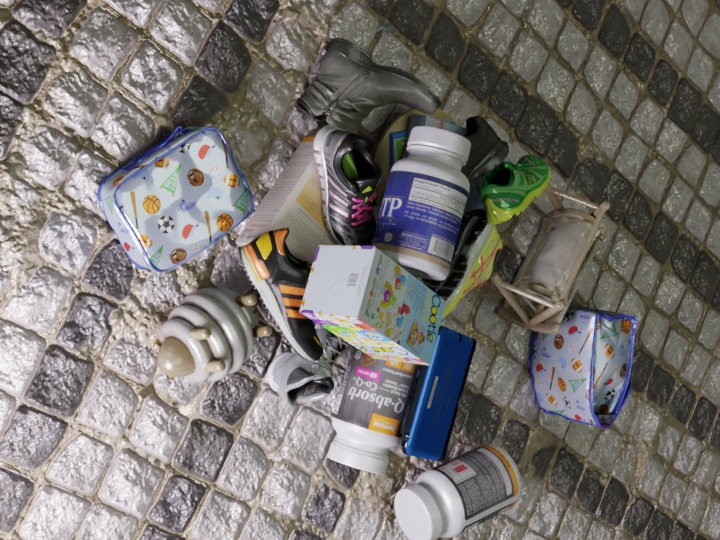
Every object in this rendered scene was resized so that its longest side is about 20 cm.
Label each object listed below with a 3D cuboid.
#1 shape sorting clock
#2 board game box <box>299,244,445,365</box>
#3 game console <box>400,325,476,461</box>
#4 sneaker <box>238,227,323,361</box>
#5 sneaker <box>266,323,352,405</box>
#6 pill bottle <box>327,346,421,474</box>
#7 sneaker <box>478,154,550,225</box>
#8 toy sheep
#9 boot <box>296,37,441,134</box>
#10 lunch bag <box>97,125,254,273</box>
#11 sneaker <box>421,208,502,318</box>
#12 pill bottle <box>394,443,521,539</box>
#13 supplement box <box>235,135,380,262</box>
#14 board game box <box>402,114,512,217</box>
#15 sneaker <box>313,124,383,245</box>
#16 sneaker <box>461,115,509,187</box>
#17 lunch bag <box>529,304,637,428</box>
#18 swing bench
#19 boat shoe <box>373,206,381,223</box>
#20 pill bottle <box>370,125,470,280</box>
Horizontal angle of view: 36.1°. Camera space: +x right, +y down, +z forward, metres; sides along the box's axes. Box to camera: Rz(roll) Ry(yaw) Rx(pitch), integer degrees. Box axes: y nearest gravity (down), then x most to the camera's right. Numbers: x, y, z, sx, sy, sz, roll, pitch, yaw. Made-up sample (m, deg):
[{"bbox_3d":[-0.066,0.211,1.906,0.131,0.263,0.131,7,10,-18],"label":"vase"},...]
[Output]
[{"bbox_3d":[0.095,-0.163,1.772,0.199,0.039,0.202,-9,105,-38],"label":"shape sorting clock"},{"bbox_3d":[0.021,0.051,1.562,0.200,0.102,0.106,36,64,-49],"label":"board game box"},{"bbox_3d":[0.097,0.188,1.743,0.170,0.118,0.201,23,81,-53],"label":"game console"},{"bbox_3d":[-0.088,0.034,1.544,0.090,0.070,0.201,-30,108,2],"label":"sneaker"},{"bbox_3d":[-0.043,0.128,1.624,0.200,0.116,0.075,-44,119,1],"label":"sneaker"},{"bbox_3d":[0.021,0.206,1.717,0.116,0.116,0.201,19,84,-36],"label":"pill bottle"},{"bbox_3d":[0.244,-0.146,1.753,0.084,0.074,0.200,61,35,-14],"label":"sneaker"},{"bbox_3d":[-0.201,0.085,1.528,0.200,0.137,0.139,-32,114,-39],"label":"toy sheep"},{"bbox_3d":[0.011,-0.249,1.662,0.199,0.068,0.131,26,81,-8],"label":"boot"},{"bbox_3d":[-0.248,-0.104,1.505,0.200,0.075,0.161,-38,114,-26],"label":"lunch bag"},{"bbox_3d":[0.167,0.006,1.739,0.201,0.078,0.090,-56,130,-15],"label":"sneaker"},{"bbox_3d":[0.161,0.372,1.832,0.199,0.116,0.117,-16,105,-34],"label":"pill bottle"},{"bbox_3d":[-0.076,-0.083,1.633,0.126,0.073,0.201,44,69,-31],"label":"supplement box"},{"bbox_3d":[0.143,-0.129,1.765,0.199,0.041,0.202,12,92,-40],"label":"board game box"},{"bbox_3d":[-0.007,-0.110,1.581,0.073,0.087,0.201,-24,109,-33],"label":"sneaker"},{"bbox_3d":[0.139,-0.157,1.693,0.200,0.076,0.091,-48,112,-24],"label":"sneaker"},{"bbox_3d":[0.389,0.166,1.954,0.123,0.170,0.202,5,91,-32],"label":"lunch bag"},{"bbox_3d":[0.321,-0.014,1.855,0.200,0.129,0.200,-62,162,-13],"label":"swing bench"},{"bbox_3d":[0.000,0.000,1.709,0.056,0.068,0.201,24,89,-35],"label":"boat shoe"},{"bbox_3d":[0.091,-0.097,1.582,0.119,0.119,0.202,20,82,-36],"label":"pill bottle"}]
